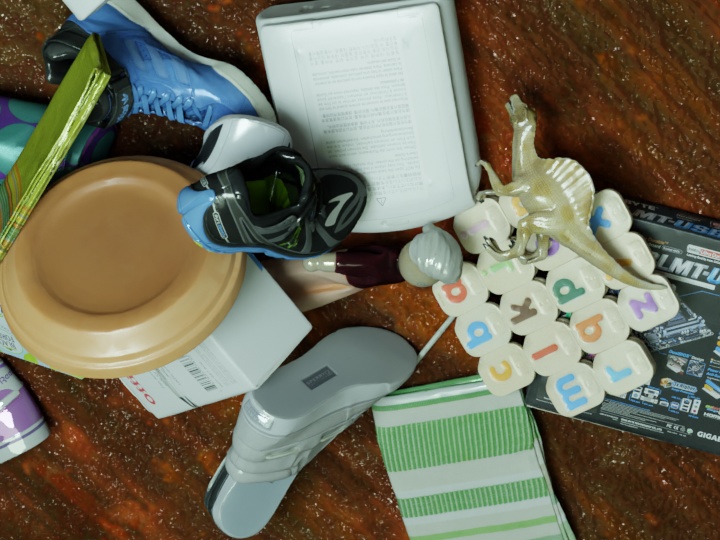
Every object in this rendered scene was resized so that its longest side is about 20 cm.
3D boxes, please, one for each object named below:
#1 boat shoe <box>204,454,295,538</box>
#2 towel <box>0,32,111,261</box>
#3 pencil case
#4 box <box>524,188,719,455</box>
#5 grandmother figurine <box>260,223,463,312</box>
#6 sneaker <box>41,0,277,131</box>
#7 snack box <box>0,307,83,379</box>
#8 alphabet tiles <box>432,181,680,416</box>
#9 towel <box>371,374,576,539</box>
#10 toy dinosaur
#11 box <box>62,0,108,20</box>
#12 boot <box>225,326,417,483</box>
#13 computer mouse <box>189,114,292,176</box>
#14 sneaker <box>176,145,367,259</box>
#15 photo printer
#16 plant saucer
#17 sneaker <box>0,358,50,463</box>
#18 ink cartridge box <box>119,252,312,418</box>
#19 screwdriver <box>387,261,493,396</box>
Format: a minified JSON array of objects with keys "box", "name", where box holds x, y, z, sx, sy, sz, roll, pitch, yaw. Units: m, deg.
[{"box":[-0.071,0.146,1.653,0.073,0.068,0.200,30,94,-31],"name":"boat shoe"},{"box":[-0.256,-0.091,1.441,0.018,0.086,0.200,25,110,-28],"name":"towel"},{"box":[-0.316,-0.110,1.579,0.199,0.092,0.086,13,72,6],"name":"pencil case"},{"box":[0.258,0.047,1.561,0.199,0.050,0.199,14,115,6],"name":"box"},{"box":[0.000,0.000,1.553,0.199,0.121,0.061,-8,94,33],"name":"grandmother figurine"},{"box":[-0.171,-0.140,1.501,0.200,0.111,0.077,38,143,5],"name":"sneaker"},{"box":[-0.309,0.005,1.583,0.199,0.053,0.143,13,133,43],"name":"snack box"},{"box":[0.162,0.020,1.536,0.195,0.015,0.201,-29,93,31],"name":"alphabet tiles"},{"box":[0.101,0.187,1.665,0.152,0.023,0.201,-11,115,17],"name":"towel"},{"box":[0.153,-0.042,1.479,0.101,0.058,0.200,-34,89,30],"name":"toy dinosaur"},{"box":[-0.185,-0.341,1.402,0.200,0.171,0.199,-35,103,22],"name":"box"},{"box":[-0.039,0.118,1.586,0.074,0.199,0.096,46,131,24],"name":"boot"},{"box":[-0.114,-0.070,1.518,0.109,0.044,0.200,15,156,-13],"name":"computer mouse"},{"box":[-0.054,-0.053,1.420,0.083,0.199,0.071,-30,75,33],"name":"sneaker"},{"box":[0.012,-0.128,1.517,0.165,0.070,0.201,-6,113,14],"name":"photo printer"},{"box":[-0.189,-0.011,1.427,0.199,0.201,0.038,1,148,10],"name":"plant saucer"},{"box":[-0.401,0.147,1.723,0.200,0.073,0.115,-28,103,10],"name":"sneaker"},{"box":[-0.155,0.037,1.562,0.145,0.084,0.200,51,149,-12],"name":"ink cartridge box"},{"box":[0.075,0.049,1.608,0.028,0.029,0.200,35,115,-6],"name":"screwdriver"}]
